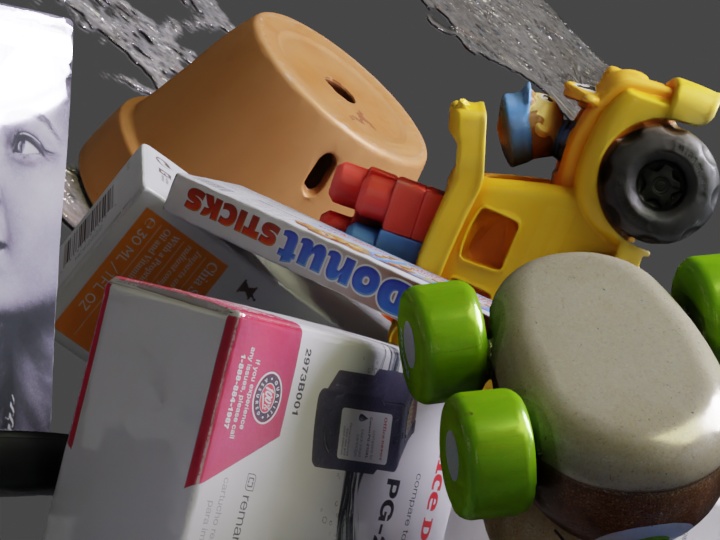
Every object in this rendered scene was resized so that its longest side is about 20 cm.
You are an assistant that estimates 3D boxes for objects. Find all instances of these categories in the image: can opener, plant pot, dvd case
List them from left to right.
[{"bbox_3d":[-0.194,-0.029,1.189,0.148,0.016,0.202,9,81,-49],"label":"dvd case"},{"bbox_3d":[-0.176,0.089,1.154,0.063,0.079,0.200,7,2,23],"label":"can opener"},{"bbox_3d":[-0.053,-0.062,1.590,0.200,0.140,0.200,37,18,-14],"label":"plant pot"}]

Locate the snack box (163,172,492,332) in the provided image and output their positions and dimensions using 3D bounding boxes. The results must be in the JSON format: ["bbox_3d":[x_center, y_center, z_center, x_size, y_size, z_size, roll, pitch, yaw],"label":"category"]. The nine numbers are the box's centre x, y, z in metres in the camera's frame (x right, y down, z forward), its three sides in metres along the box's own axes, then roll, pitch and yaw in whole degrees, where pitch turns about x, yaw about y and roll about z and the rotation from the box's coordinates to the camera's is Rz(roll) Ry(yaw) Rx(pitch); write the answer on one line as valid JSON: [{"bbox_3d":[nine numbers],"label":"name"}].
[{"bbox_3d":[0.000,0.000,1.290,0.199,0.024,0.072,25,6,26],"label":"snack box"}]

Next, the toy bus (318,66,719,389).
[{"bbox_3d":[0.079,-0.029,1.363,0.191,0.201,0.136,23,5,2],"label":"toy bus"}]

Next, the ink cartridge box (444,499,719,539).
[{"bbox_3d":[0.126,0.136,1.446,0.199,0.085,0.145,17,3,8],"label":"ink cartridge box"}]

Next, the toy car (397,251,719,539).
[{"bbox_3d":[0.106,0.108,1.189,0.163,0.201,0.158,-5,36,-11],"label":"toy car"}]

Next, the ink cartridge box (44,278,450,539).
[{"bbox_3d":[-0.042,0.095,1.203,0.084,0.146,0.199,14,-1,36],"label":"ink cartridge box"}]

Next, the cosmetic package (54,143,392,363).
[{"bbox_3d":[-0.068,0.036,1.395,0.199,0.102,0.071,35,15,-17],"label":"cosmetic package"}]

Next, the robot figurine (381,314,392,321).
[{"bbox_3d":[0.089,0.069,1.627,0.144,0.117,0.199,30,7,42],"label":"robot figurine"}]
